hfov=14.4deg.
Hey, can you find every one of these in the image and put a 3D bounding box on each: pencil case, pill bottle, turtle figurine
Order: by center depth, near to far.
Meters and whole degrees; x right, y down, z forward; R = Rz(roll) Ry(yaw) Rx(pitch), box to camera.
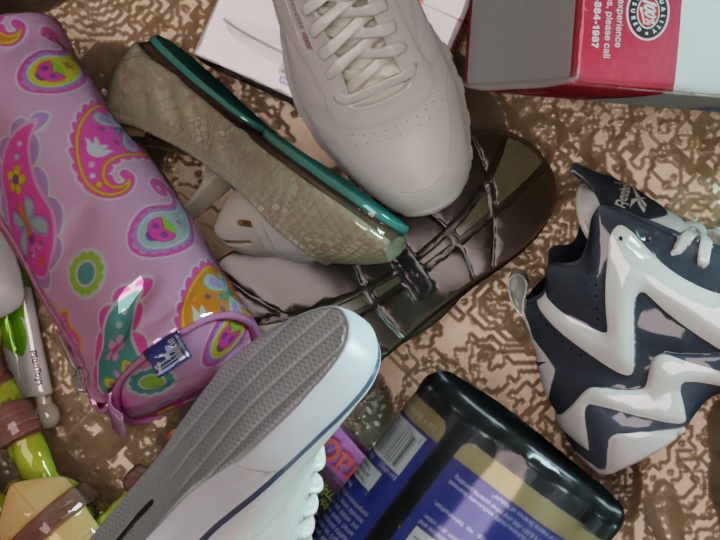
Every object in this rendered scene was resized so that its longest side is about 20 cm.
[{"bbox_3d":[0.018,0.154,1.278,0.112,0.112,0.200,38,92,4],"label":"pill bottle"},{"bbox_3d":[-0.125,-0.022,1.286,0.087,0.087,0.200,-36,68,4],"label":"pencil case"},{"bbox_3d":[-0.143,0.108,1.330,0.200,0.064,0.161,-40,87,-2],"label":"turtle figurine"}]

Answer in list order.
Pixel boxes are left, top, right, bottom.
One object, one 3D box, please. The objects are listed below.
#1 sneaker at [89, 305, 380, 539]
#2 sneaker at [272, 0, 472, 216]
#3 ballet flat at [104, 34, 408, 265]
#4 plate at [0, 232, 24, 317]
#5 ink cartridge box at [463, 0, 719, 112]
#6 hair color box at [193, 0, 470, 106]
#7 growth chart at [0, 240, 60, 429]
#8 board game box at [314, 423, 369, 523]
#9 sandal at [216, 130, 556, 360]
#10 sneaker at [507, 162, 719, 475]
[{"bbox_3d":[-0.048,0.095,1.247,0.071,0.073,0.200,29,120,-27],"label":"sneaker"},{"bbox_3d":[-0.008,-0.117,1.262,0.076,0.081,0.200,-24,90,2],"label":"sneaker"},{"bbox_3d":[-0.053,-0.040,1.304,0.200,0.067,0.062,39,96,42],"label":"ballet flat"},{"bbox_3d":[-0.281,-0.044,1.359,0.200,0.032,0.200,-20,81,6],"label":"plate"},{"bbox_3d":[0.165,-0.143,1.248,0.199,0.145,0.146,4,91,-16],"label":"ink cartridge box"},{"bbox_3d":[0.013,-0.167,1.331,0.111,0.064,0.200,25,91,3],"label":"hair color box"},{"bbox_3d":[-0.242,0.050,1.376,0.200,0.018,0.145,-18,89,6],"label":"growth chart"},{"bbox_3d":[0.012,0.181,1.347,0.120,0.032,0.200,-43,86,6],"label":"board game box"},{"bbox_3d":[0.000,0.000,1.340,0.200,0.055,0.082,-34,90,-10],"label":"sandal"},{"bbox_3d":[0.157,-0.010,1.308,0.199,0.079,0.130,-32,96,14],"label":"sneaker"}]
